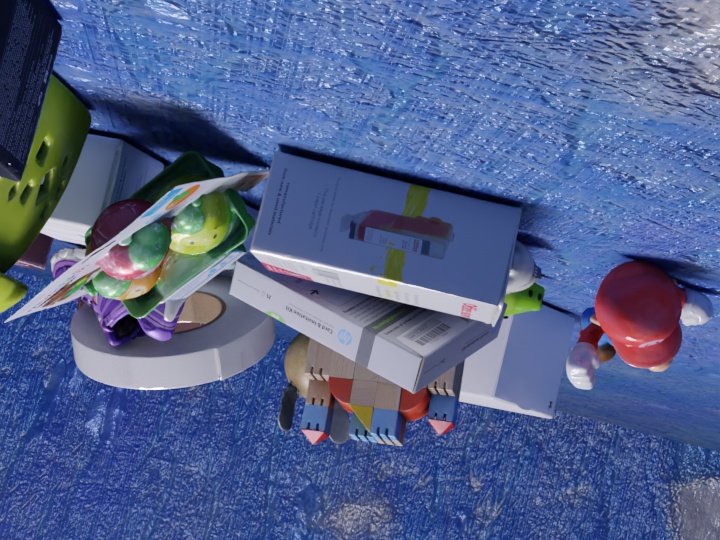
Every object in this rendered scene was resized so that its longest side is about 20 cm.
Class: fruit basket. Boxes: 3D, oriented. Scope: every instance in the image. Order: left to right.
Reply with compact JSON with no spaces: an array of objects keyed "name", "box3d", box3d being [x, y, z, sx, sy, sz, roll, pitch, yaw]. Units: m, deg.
[{"name":"fruit basket","box3d":[-0.170,-0.018,1.368,0.094,0.185,0.200,54,-161,-1]}]

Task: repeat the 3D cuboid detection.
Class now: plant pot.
[{"name":"plant pot","box3d":[-0.335,-0.074,1.277,0.198,0.183,0.199,14,174,8]}]

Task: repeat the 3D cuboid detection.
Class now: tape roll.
[{"name":"tape roll","box3d":[-0.182,0.057,1.668,0.201,0.037,0.203,-4,-158,1]}]

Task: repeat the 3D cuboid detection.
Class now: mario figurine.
[{"name":"mario figurine","box3d":[0.240,0.059,1.473,0.105,0.124,0.200,26,179,4]}]

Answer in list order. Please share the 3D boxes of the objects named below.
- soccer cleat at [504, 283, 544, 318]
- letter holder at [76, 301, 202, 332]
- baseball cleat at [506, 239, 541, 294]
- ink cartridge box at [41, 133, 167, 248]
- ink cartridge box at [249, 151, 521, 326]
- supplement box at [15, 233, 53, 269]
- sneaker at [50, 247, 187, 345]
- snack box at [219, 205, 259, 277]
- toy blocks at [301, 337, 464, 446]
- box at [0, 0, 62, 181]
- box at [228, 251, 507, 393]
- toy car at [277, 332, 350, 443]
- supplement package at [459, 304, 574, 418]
[{"name":"soccer cleat","box3d":[0.102,0.027,1.722,0.081,0.068,0.199,16,171,-34]},{"name":"letter holder","box3d":[-0.216,0.018,1.983,0.199,0.143,0.100,9,172,36]},{"name":"baseball cleat","box3d":[0.060,-0.006,1.502,0.199,0.070,0.106,13,173,20]},{"name":"ink cartridge box","box3d":[-0.244,-0.067,1.559,0.145,0.087,0.200,12,175,20]},{"name":"ink cartridge box","box3d":[0.023,-0.023,1.365,0.198,0.084,0.145,14,174,3]},{"name":"supplement box","box3d":[-0.397,-0.079,1.678,0.199,0.111,0.086,17,173,-25]},{"name":"sneaker","box3d":[-0.235,0.026,1.606,0.080,0.084,0.199,18,174,-37]},{"name":"snack box","box3d":[-0.177,-0.038,1.749,0.199,0.068,0.168,8,171,32]},{"name":"toy blocks","box3d":[0.022,0.109,1.683,0.198,0.138,0.100,6,164,12]},{"name":"box","box3d":[-0.266,-0.131,0.968,0.147,0.105,0.200,14,173,1]},{"name":"box","box3d":[0.008,0.025,1.515,0.199,0.041,0.156,28,-151,22]},{"name":"toy car","box3d":[-0.037,0.106,2.093,0.163,0.202,0.157,17,173,-31]},{"name":"supplement package","box3d":[0.119,0.085,1.925,0.199,0.121,0.121,8,171,42]}]
